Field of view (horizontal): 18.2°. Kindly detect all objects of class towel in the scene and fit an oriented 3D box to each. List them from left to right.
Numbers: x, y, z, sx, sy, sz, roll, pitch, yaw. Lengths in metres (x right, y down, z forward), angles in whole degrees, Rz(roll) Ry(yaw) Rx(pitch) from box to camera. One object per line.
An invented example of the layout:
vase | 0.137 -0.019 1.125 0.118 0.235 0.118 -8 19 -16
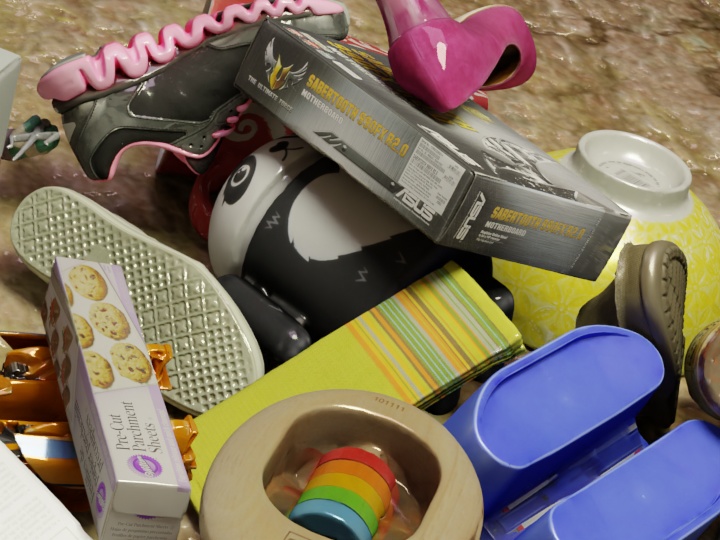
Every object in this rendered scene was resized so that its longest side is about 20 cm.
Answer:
towel | -0.011 0.069 1.232 0.199 0.018 0.086 -31 40 -7

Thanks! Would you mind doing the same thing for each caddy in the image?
caddy | 0.111 0.121 1.232 0.199 0.105 0.142 -24 71 -44

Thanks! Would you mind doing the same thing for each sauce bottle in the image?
sauce bottle | 0.221 0.059 1.323 0.066 0.067 0.200 19 -3 3

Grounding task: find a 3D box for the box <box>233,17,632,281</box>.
box | 0.043 -0.072 1.337 0.158 0.049 0.200 11 22 -48

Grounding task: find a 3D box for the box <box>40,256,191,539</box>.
box | -0.127 0.063 1.146 0.041 0.039 0.200 7 30 -21

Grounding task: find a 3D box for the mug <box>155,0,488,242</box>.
mug | -0.030 -0.079 1.510 0.198 0.179 0.133 17 -9 -9

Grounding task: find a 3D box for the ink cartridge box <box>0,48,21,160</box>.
ink cartridge box | -0.320 -0.070 1.280 0.199 0.146 0.145 20 30 7

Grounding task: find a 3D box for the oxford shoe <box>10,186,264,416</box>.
oxford shoe | -0.125 0.018 1.323 0.200 0.075 0.058 37 -1 28

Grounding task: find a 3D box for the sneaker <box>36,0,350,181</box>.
sneaker | -0.096 -0.112 1.401 0.198 0.096 0.079 -18 5 -3

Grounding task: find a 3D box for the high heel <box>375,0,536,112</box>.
high heel | 0.072 -0.118 1.371 0.097 0.067 0.200 67 15 20

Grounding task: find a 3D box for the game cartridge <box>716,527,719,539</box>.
game cartridge | 0.242 0.117 1.274 0.040 0.134 0.200 24 30 6

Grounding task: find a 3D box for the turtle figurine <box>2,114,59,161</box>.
turtle figurine | -0.273 -0.111 1.417 0.150 0.101 0.200 45 6 -22

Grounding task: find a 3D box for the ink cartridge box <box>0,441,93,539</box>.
ink cartridge box | -0.210 0.150 1.048 0.200 0.047 0.160 44 52 11

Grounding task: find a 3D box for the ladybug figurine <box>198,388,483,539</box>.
ladybug figurine | -0.013 0.130 1.098 0.135 0.072 0.200 22 29 10

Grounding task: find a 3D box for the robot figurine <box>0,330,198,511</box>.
robot figurine | -0.192 0.075 1.190 0.198 0.059 0.145 5 31 -22

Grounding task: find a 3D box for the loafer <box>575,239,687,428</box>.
loafer | 0.159 0.043 1.342 0.067 0.200 0.077 4 64 9

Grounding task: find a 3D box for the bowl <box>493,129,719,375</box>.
bowl | 0.168 -0.028 1.508 0.198 0.108 0.201 13 30 -8

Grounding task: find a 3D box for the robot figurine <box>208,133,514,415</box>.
robot figurine | -0.001 -0.001 1.351 0.200 0.125 0.150 36 10 29
